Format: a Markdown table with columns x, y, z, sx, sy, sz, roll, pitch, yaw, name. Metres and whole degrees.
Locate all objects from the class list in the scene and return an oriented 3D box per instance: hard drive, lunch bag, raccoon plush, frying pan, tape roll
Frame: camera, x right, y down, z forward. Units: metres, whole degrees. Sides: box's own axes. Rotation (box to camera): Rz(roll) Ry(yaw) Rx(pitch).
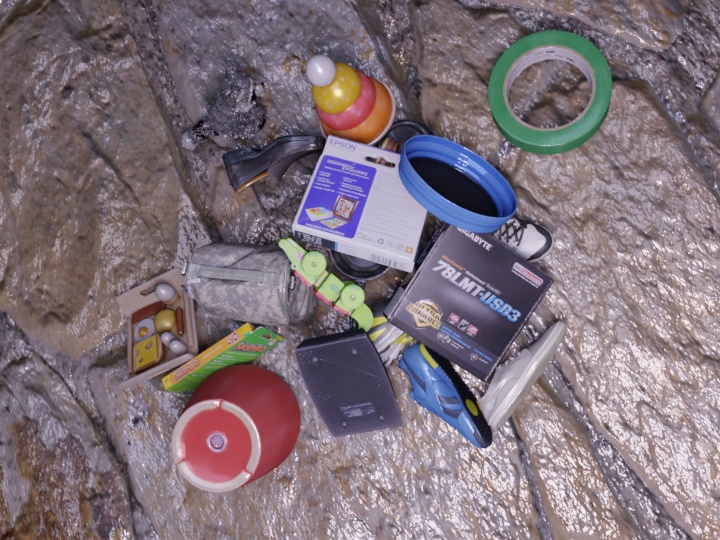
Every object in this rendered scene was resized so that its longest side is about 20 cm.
| x | y | z | sx | sy | sz | roll | pitch | yaw | name |
| --- | --- | --- | --- | --- | --- | --- | --- | --- | --- |
| -0.017 | 0.179 | 1.233 | 0.134 | 0.201 | 0.042 | -12 | 34 | 13 | hard drive |
| -0.180 | 0.018 | 1.301 | 0.198 | 0.168 | 0.141 | 6 | 81 | 16 | lunch bag |
| -0.255 | -0.283 | 1.392 | 0.199 | 0.134 | 0.097 | -37 | 74 | 6 | raccoon plush |
| 0.016 | -0.006 | 1.265 | 0.114 | 0.031 | 0.192 | -16 | 89 | 11 | frying pan |
| 0.315 | -0.296 | 1.286 | 0.199 | 0.048 | 0.202 | -3 | 79 | 15 | tape roll |
| 0.095 | -0.180 | 1.337 | 0.115 | 0.031 | 0.191 | -32 | 71 | 10 | frying pan |

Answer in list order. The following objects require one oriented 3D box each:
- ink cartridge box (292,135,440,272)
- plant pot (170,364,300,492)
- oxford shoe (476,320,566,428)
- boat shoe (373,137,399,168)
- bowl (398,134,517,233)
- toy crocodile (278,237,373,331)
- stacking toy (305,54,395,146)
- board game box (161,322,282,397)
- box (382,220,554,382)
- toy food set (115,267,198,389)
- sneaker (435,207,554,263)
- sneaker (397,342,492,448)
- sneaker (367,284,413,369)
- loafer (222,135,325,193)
| x | y | z | sx | sy | sz | roll | pitch | yaw | name |
| --- | --- | --- | --- | --- | --- | --- | --- | --- | --- |
| 0.013 | -0.111 | 1.233 | 0.197 | 0.044 | 0.201 | 16 | 58 | 4 | ink cartridge box |
| -0.208 | 0.259 | 1.238 | 0.199 | 0.177 | 0.202 | 0 | 91 | 6 | plant pot |
| 0.251 | 0.155 | 1.211 | 0.058 | 0.075 | 0.200 | 39 | 94 | 28 | oxford shoe |
| 0.045 | -0.122 | 1.312 | 0.067 | 0.072 | 0.202 | 12 | 97 | 8 | boat shoe |
| 0.147 | -0.133 | 1.190 | 0.201 | 0.200 | 0.040 | 43 | 126 | 18 | bowl |
| -0.054 | 0.021 | 1.205 | 0.200 | 0.067 | 0.062 | 41 | 88 | -11 | toy crocodile |
| -0.034 | -0.303 | 1.297 | 0.145 | 0.200 | 0.147 | -7 | 70 | 19 | stacking toy |
| -0.235 | 0.153 | 1.328 | 0.199 | 0.096 | 0.030 | -31 | 65 | 8 | board game box |
| 0.169 | 0.042 | 1.213 | 0.199 | 0.050 | 0.199 | 33 | 95 | -12 | box |
| -0.368 | 0.100 | 1.363 | 0.143 | 0.060 | 0.201 | -25 | 49 | 10 | toy food set |
| 0.214 | -0.063 | 1.251 | 0.198 | 0.088 | 0.076 | 14 | 82 | 16 | sneaker |
| 0.134 | 0.209 | 1.241 | 0.078 | 0.066 | 0.201 | -42 | 73 | 20 | sneaker |
| 0.034 | 0.105 | 1.287 | 0.200 | 0.074 | 0.085 | -40 | 55 | 5 | sneaker |
| -0.151 | -0.194 | 1.388 | 0.199 | 0.073 | 0.073 | -12 | 86 | 22 | loafer |
